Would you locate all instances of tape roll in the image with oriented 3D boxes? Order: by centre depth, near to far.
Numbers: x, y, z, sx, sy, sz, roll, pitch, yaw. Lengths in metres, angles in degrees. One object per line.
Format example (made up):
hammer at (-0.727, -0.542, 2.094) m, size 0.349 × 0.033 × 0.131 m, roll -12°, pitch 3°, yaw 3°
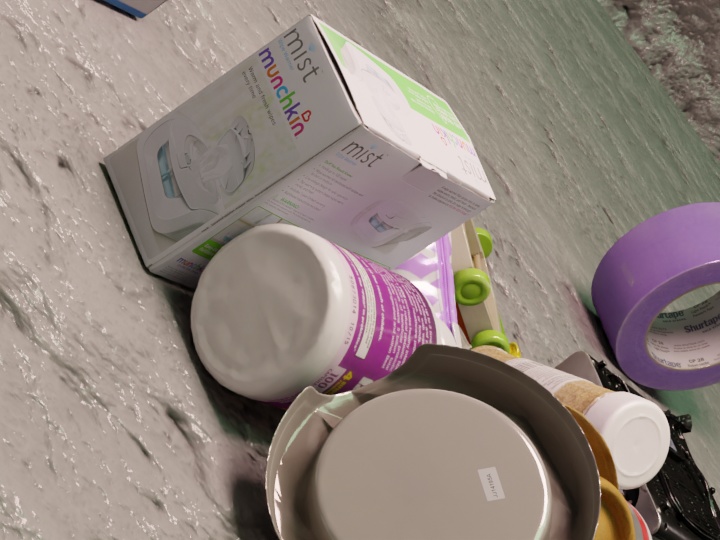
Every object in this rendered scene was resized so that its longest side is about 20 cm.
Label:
tape roll at (0.346, 0.028, 2.281) m, size 0.200 × 0.200 × 0.085 m, roll 38°, pitch 24°, yaw -44°

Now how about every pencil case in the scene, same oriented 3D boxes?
pencil case at (0.034, -0.005, 1.582) m, size 0.084 × 0.085 × 0.200 m, roll 4°, pitch 78°, yaw -49°

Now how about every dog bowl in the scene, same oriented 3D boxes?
dog bowl at (0.041, 0.141, 1.321) m, size 0.059 × 0.200 × 0.200 m, roll 99°, pitch -27°, yaw -54°

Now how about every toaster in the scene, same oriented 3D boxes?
toaster at (0.212, 0.186, 1.779) m, size 0.200 × 0.119 × 0.181 m, roll 34°, pitch 28°, yaw -48°

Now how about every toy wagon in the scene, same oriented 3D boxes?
toy wagon at (0.097, 0.013, 1.861) m, size 0.155 × 0.040 × 0.200 m, roll -95°, pitch 168°, yaw -52°

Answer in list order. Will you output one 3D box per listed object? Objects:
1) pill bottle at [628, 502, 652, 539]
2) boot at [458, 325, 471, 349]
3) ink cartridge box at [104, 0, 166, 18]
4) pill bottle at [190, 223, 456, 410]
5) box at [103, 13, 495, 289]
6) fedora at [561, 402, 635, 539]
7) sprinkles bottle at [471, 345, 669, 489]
pill bottle at (0.112, 0.177, 1.540) m, size 0.200 × 0.114 × 0.114 m, roll 36°, pitch 26°, yaw -46°
boot at (0.002, -0.001, 1.665) m, size 0.200 × 0.073 × 0.182 m, roll 64°, pitch 20°, yaw 3°
ink cartridge box at (-0.204, -0.301, 1.604) m, size 0.145 × 0.084 × 0.200 m, roll 18°, pitch 41°, yaw -63°
pill bottle at (-0.015, 0.045, 1.441) m, size 0.200 × 0.112 × 0.112 m, roll 25°, pitch 35°, yaw -58°
box at (-0.036, -0.058, 1.465) m, size 0.200 × 0.176 × 0.097 m, roll 24°, pitch 36°, yaw -58°
fedora at (0.115, 0.184, 1.409) m, size 0.082 × 0.201 × 0.201 m, roll 12°, pitch -26°, yaw 52°
sprinkles bottle at (0.147, 0.108, 1.667) m, size 0.068 × 0.068 × 0.200 m, roll 45°, pitch -14°, yaw -31°
